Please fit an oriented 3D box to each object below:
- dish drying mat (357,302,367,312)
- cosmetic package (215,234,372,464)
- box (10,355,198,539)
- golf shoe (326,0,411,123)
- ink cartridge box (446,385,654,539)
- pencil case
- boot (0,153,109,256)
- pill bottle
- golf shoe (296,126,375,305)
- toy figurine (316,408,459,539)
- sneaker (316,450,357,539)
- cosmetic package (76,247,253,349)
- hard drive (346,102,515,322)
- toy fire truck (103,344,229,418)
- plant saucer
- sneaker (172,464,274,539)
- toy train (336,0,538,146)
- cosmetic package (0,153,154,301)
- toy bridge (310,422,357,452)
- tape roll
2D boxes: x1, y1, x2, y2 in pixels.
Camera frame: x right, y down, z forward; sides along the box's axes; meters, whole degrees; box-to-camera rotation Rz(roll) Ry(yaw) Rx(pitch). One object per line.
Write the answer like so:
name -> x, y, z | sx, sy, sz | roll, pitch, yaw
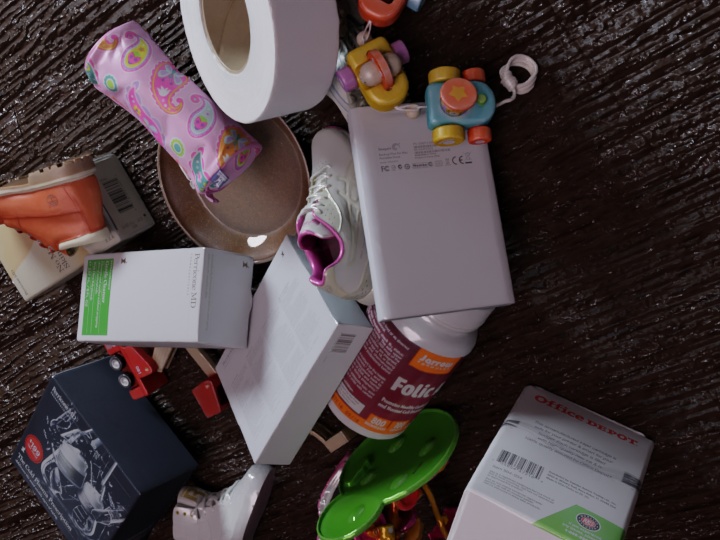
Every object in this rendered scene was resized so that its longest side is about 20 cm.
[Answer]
dish drying mat -> 0.000, 0.000, 1.035 | 0.077, 0.018, 0.200 | 44, 123, 6
cosmetic package -> -0.079, 0.086, 1.018 | 0.200, 0.051, 0.151 | -59, 43, 26
box -> -0.342, 0.252, 1.236 | 0.200, 0.104, 0.182 | 46, 123, 18
golf shoe -> -0.017, -0.205, 0.944 | 0.097, 0.078, 0.201 | -7, 107, 53
ink cartridge box -> 0.190, 0.218, 0.920 | 0.145, 0.200, 0.084 | 24, 121, 17
pencil case -> -0.197, -0.166, 0.986 | 0.200, 0.087, 0.087 | 46, 123, 3
boot -> -0.377, -0.060, 1.087 | 0.199, 0.075, 0.108 | -10, 107, 29
pill bottle -> 0.051, 0.074, 0.982 | 0.114, 0.114, 0.200 | 39, 123, 8
golf shoe -> -0.026, -0.063, 0.944 | 0.075, 0.091, 0.201 | -39, 57, 42
toy figurine -> 0.070, 0.287, 1.032 | 0.150, 0.200, 0.185 | -9, 119, 51
sneaker -> -0.002, 0.304, 1.128 | 0.087, 0.074, 0.201 | 18, 121, 19
cosmetic package -> -0.224, 0.034, 1.070 | 0.199, 0.085, 0.108 | -4, 79, 36
hard drive -> 0.066, -0.059, 0.886 | 0.131, 0.026, 0.201 | -7, 82, -14
toy fire truck -> -0.252, 0.098, 1.184 | 0.141, 0.049, 0.201 | -22, 98, 31
plant saucer -> -0.136, -0.107, 1.051 | 0.199, 0.037, 0.201 | 10, 115, 23
sneaker -> -0.188, 0.308, 1.221 | 0.115, 0.074, 0.201 | 30, 121, 10
toy train -> 0.063, -0.206, 0.860 | 0.200, 0.056, 0.151 | 35, 82, 4
cosmetic package -> -0.362, -0.051, 1.165 | 0.200, 0.071, 0.106 | -29, 95, 32
toy bridge -> -0.089, 0.135, 1.128 | 0.067, 0.027, 0.200 | -39, 89, 33
tape roll -> -0.101, -0.248, 0.902 | 0.202, 0.071, 0.203 | 37, 136, 46
